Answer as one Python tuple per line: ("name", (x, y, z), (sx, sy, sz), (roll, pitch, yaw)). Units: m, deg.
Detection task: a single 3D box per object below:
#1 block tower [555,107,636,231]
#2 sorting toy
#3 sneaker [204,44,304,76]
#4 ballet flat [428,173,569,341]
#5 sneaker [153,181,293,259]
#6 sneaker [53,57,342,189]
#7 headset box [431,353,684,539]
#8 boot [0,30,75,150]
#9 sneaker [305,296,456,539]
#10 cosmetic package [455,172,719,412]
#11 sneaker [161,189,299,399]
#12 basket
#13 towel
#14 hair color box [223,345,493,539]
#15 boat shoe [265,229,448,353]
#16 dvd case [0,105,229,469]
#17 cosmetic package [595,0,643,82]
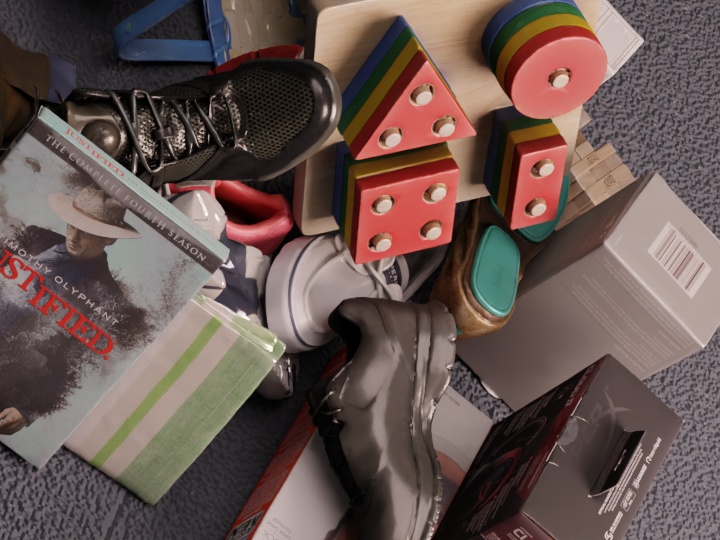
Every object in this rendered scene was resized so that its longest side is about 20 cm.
("block tower", (0.152, -0.084, 1.887), (0.054, 0.058, 0.200), (-34, 86, -39))
("sorting toy", (0.065, -0.101, 1.618), (0.199, 0.199, 0.070), (-13, 49, -17))
("sneaker", (-0.022, -0.098, 1.673), (0.079, 0.199, 0.116), (-97, 161, -45))
("ballet flat", (0.088, -0.015, 1.733), (0.068, 0.072, 0.200), (43, 39, -16))
("sneaker", (-0.135, -0.053, 1.665), (0.199, 0.087, 0.074), (15, 60, -26))
("sneaker", (-0.114, -0.084, 1.544), (0.114, 0.198, 0.077), (-23, 105, -69))
("headset box", (0.118, 0.154, 1.655), (0.075, 0.200, 0.149), (41, 51, -9))
("boot", (-0.221, -0.108, 1.588), (0.097, 0.075, 0.200), (14, 24, -20))
("sneaker", (0.006, 0.110, 1.609), (0.090, 0.076, 0.201), (12, 64, -17))
("cosmetic package", (0.162, 0.027, 1.747), (0.107, 0.200, 0.090), (46, 54, -11))
("sneaker", (-0.127, 0.027, 1.644), (0.199, 0.129, 0.080), (50, 36, -54))
("basket", (-0.050, -0.186, 1.729), (0.199, 0.176, 0.140), (4, 68, -43))
("towel", (-0.167, 0.042, 1.568), (0.200, 0.153, 0.023), (36, 25, -13))
("hair color box", (-0.003, 0.148, 1.668), (0.111, 0.064, 0.200), (39, 54, -12))
("boat shoe", (0.000, 0.000, 1.696), (0.200, 0.065, 0.074), (-42, 122, -58))
("dvd case", (-0.196, 0.014, 1.530), (0.146, 0.200, 0.022), (38, 24, -12))
("cosmetic package", (0.108, -0.139, 1.790), (0.083, 0.200, 0.051), (47, 52, -4))
